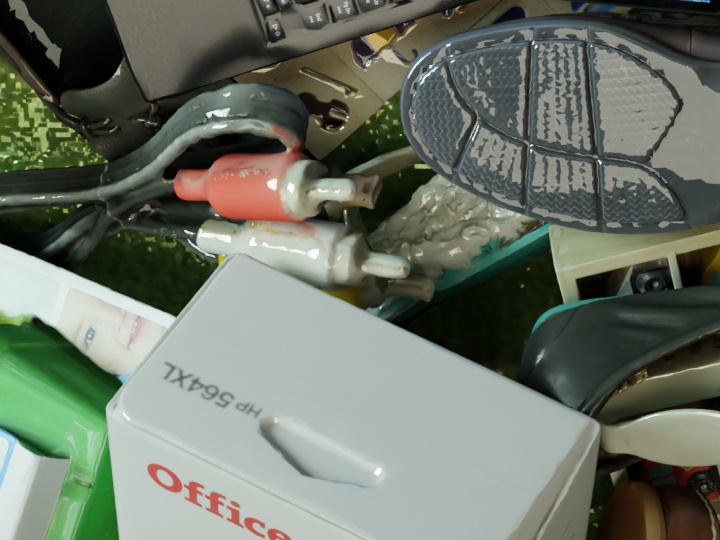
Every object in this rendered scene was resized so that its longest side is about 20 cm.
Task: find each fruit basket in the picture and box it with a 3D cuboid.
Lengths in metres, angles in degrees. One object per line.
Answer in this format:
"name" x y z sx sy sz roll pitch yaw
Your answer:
"fruit basket" -0.176 0.070 0.884 0.199 0.094 0.186 22 97 15

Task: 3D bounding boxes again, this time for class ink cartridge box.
"ink cartridge box" -0.003 0.109 0.829 0.145 0.084 0.201 25 142 18

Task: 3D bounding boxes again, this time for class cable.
"cable" -0.075 -0.019 0.842 0.199 0.051 0.097 -3 145 26

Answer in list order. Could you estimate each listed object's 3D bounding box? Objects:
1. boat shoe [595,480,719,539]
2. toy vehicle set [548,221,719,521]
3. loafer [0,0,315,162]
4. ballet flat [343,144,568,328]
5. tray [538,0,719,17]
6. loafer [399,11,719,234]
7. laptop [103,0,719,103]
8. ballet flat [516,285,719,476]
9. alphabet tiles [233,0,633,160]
"boat shoe" 0.114 0.167 0.891 0.070 0.071 0.201 2 118 -7
"toy vehicle set" 0.150 0.053 0.876 0.123 0.027 0.201 -14 127 6
"loafer" -0.101 -0.082 0.852 0.200 0.063 0.072 42 114 -13
"ballet flat" 0.000 0.000 0.888 0.199 0.072 0.072 -32 108 17
"tray" 0.127 -0.083 0.842 0.098 0.037 0.201 -25 111 16
"loafer" 0.115 -0.053 0.807 0.198 0.063 0.072 3 109 11
"laptop" -0.007 -0.145 0.742 0.199 0.103 0.178 -16 112 6
"ballet flat" 0.152 0.032 0.799 0.199 0.069 0.068 -15 129 7
"alphabet tiles" 0.021 -0.134 0.806 0.200 0.008 0.167 -41 105 22
